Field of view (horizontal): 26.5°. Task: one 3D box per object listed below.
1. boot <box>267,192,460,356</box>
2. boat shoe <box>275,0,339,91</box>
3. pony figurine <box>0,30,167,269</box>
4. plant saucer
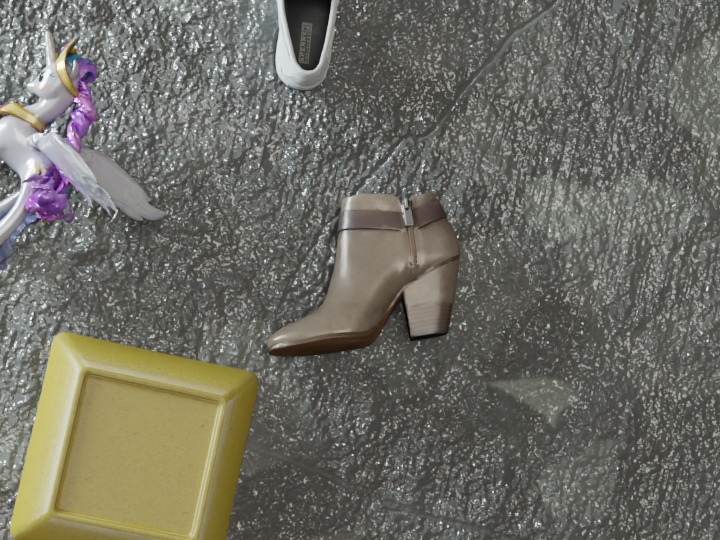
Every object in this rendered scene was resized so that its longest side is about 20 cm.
[{"bbox_3d":[0.000,0.000,1.479,0.200,0.070,0.146,-6,79,-13],"label":"boot"},{"bbox_3d":[-0.048,-0.278,1.494,0.074,0.065,0.200,-3,85,-11],"label":"boat shoe"},{"bbox_3d":[-0.290,-0.094,1.396,0.200,0.167,0.193,-38,84,2],"label":"pony figurine"},{"bbox_3d":[-0.207,0.172,1.422,0.200,0.048,0.200,13,81,-10],"label":"plant saucer"}]
